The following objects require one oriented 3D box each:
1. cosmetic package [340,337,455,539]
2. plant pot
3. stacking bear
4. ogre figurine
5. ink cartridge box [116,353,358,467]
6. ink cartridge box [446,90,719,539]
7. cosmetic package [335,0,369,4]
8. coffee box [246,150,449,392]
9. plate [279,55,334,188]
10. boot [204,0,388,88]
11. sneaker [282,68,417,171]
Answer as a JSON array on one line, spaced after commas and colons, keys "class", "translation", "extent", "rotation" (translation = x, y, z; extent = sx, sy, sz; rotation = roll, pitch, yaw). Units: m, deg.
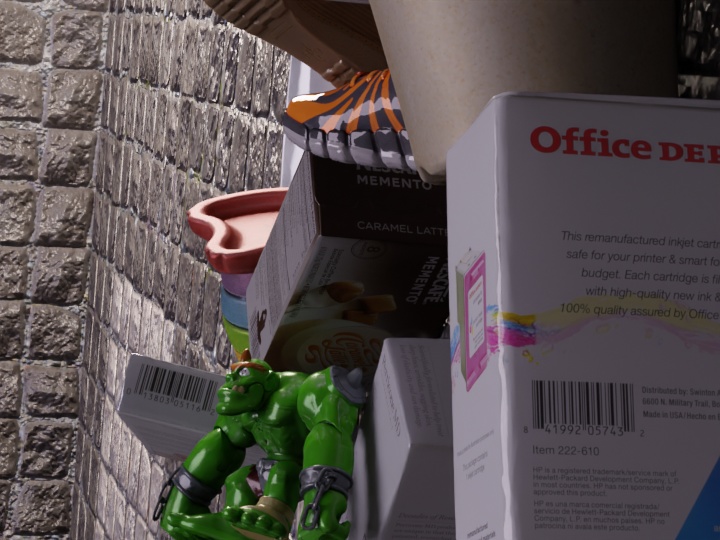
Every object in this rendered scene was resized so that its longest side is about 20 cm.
[{"class": "cosmetic package", "translation": [0.033, 0.147, 1.464], "extent": [0.102, 0.074, 0.201], "rotation": [-102, 20, -49]}, {"class": "plant pot", "translation": [0.082, -0.143, 1.159], "extent": [0.200, 0.200, 0.184], "rotation": [160, 101, -75]}, {"class": "stacking bear", "translation": [-0.050, 0.050, 1.721], "extent": [0.121, 0.113, 0.201], "rotation": [-126, 24, -65]}, {"class": "ogre figurine", "translation": [-0.058, 0.120, 1.495], "extent": [0.200, 0.098, 0.120], "rotation": [140, 152, -69]}, {"class": "ink cartridge box", "translation": [-0.081, 0.117, 1.669], "extent": [0.200, 0.159, 0.047], "rotation": [74, -151, -77]}, {"class": "ink cartridge box", "translation": [0.117, 0.031, 1.010], "extent": [0.085, 0.144, 0.201], "rotation": [134, 137, -71]}, {"class": "cosmetic package", "translation": [0.025, -0.253, 1.432], "extent": [0.052, 0.150, 0.201], "rotation": [112, 157, -56]}, {"class": "coffee box", "translation": [0.000, 0.000, 1.549], "extent": [0.200, 0.114, 0.080], "rotation": [117, 152, -55]}, {"class": "plate", "translation": [-0.027, -0.097, 1.840], "extent": [0.200, 0.032, 0.201], "rotation": [-147, 61, -74]}, {"class": "boot", "translation": [-0.028, -0.219, 1.480], "extent": [0.072, 0.200, 0.167], "rotation": [-20, 38, 47]}, {"class": "sneaker", "translation": [0.036, -0.118, 1.398], "extent": [0.199, 0.077, 0.113], "rotation": [10, 102, 39]}]
